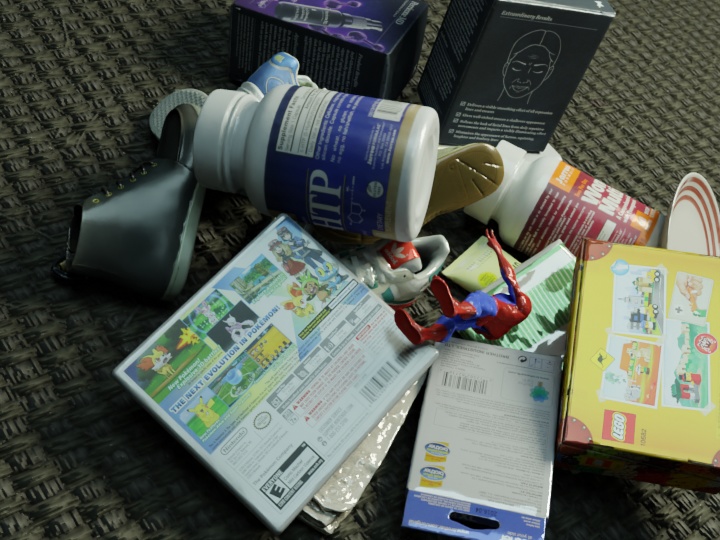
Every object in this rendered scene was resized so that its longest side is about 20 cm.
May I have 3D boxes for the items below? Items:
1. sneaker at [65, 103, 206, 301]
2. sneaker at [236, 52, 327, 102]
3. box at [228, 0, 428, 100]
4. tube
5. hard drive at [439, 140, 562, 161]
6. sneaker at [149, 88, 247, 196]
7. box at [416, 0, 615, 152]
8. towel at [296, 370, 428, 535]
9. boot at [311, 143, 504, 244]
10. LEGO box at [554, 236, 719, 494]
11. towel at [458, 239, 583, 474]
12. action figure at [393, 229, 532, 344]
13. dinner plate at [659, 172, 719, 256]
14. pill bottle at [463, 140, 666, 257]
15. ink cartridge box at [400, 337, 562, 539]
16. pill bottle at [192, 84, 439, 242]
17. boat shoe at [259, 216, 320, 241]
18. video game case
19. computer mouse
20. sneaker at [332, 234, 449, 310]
[{"bbox_3d":[-0.202,-0.079,0.857,0.106,0.075,0.201,16,63,-27],"label":"sneaker"},{"bbox_3d":[-0.053,-0.151,0.966,0.076,0.077,0.200,37,1,28],"label":"sneaker"},{"bbox_3d":[-0.038,-0.274,1.115,0.199,0.105,0.148,19,43,9],"label":"box"},{"bbox_3d":[0.183,0.038,0.961,0.200,0.052,0.058,37,13,21],"label":"tube"},{"bbox_3d":[0.134,-0.151,1.136,0.200,0.026,0.132,-17,56,-32],"label":"hard drive"},{"bbox_3d":[-0.153,-0.124,0.983,0.074,0.082,0.200,-41,48,-12],"label":"sneaker"},{"bbox_3d":[0.173,-0.251,1.084,0.148,0.200,0.107,3,47,-19],"label":"box"},{"bbox_3d":[-0.033,0.121,0.808,0.132,0.035,0.200,29,45,6],"label":"towel"},{"bbox_3d":[0.031,-0.085,0.965,0.199,0.072,0.155,-19,14,-11],"label":"boot"},{"bbox_3d":[0.259,0.083,0.836,0.148,0.077,0.201,9,66,10],"label":"LEGO box"},{"bbox_3d":[0.199,0.078,0.901,0.152,0.023,0.200,-33,63,-10],"label":"towel"},{"bbox_3d":[0.092,0.015,0.836,0.200,0.065,0.099,9,48,-57],"label":"action figure"},{"bbox_3d":[0.352,-0.003,0.993,0.024,0.201,0.200,-4,30,37],"label":"dinner plate"},{"bbox_3d":[0.221,-0.057,1.019,0.200,0.110,0.110,30,45,8],"label":"pill bottle"},{"bbox_3d":[0.107,0.151,0.809,0.119,0.042,0.200,10,46,6],"label":"ink cartridge box"},{"bbox_3d":[-0.039,-0.100,0.824,0.199,0.120,0.120,11,43,11],"label":"pill bottle"},{"bbox_3d":[-0.078,-0.013,0.901,0.067,0.057,0.200,19,44,-3],"label":"boat shoe"},{"bbox_3d":[-0.065,0.077,0.758,0.182,0.022,0.200,42,68,7],"label":"video game case"},{"bbox_3d":[-0.217,-0.049,0.900,0.059,0.034,0.200,33,46,10],"label":"computer mouse"},{"bbox_3d":[0.001,0.000,0.849,0.199,0.093,0.070,-9,63,-43],"label":"sneaker"}]
